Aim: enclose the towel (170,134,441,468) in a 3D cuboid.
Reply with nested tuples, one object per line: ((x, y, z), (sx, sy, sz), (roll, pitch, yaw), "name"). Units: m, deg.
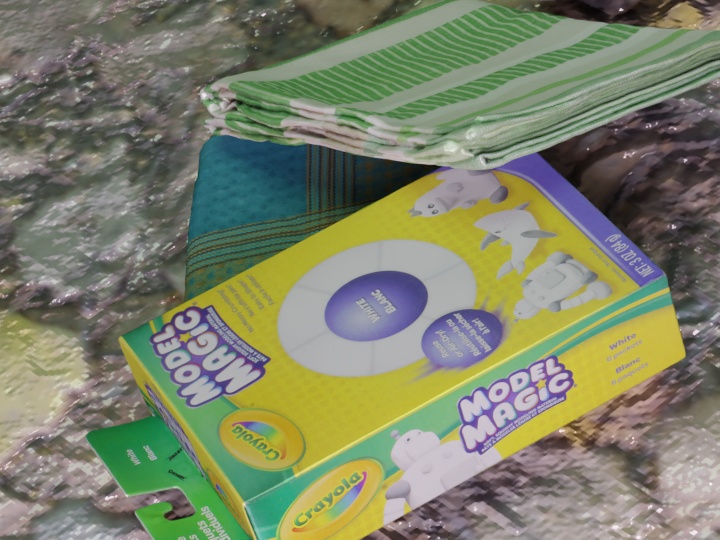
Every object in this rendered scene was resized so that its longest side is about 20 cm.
((0.000, 0.000, 1.092), (0.146, 0.022, 0.200), (-10, 41, 10), "towel")

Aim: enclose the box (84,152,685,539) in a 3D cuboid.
((0.002, 0.034, 1.003), (0.200, 0.048, 0.117), (-30, 41, -11), "box")

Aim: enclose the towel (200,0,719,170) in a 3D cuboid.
((0.044, -0.078, 1.102), (0.152, 0.023, 0.200), (-22, 18, -29), "towel")
